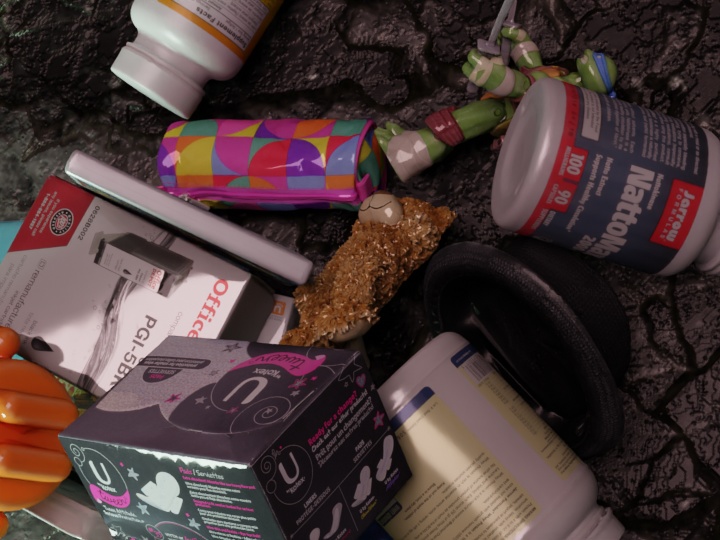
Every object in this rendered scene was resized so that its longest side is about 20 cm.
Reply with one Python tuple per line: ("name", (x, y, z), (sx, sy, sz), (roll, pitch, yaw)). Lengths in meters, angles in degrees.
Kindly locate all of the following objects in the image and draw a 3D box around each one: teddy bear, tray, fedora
("teddy bear", (0.000, 0.000, 1.242), (0.067, 0.145, 0.200), (43, 63, -6))
("tray", (-0.241, 0.187, 1.274), (0.199, 0.107, 0.022), (16, 84, 44))
("fedora", (0.144, 0.046, 1.212), (0.200, 0.201, 0.092), (37, 56, 22))

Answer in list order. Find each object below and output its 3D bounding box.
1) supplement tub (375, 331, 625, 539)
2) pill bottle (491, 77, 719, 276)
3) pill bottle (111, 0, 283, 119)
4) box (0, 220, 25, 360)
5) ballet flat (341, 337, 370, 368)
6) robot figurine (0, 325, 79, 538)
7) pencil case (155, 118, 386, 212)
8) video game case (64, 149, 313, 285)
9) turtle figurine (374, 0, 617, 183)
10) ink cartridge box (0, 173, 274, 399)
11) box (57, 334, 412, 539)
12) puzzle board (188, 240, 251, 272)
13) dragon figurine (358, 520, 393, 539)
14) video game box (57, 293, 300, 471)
("supplement tub", (0.086, 0.163, 1.177), (0.145, 0.145, 0.200), (-44, 83, 3))
("pill bottle", (0.211, -0.063, 1.190), (0.199, 0.120, 0.120), (16, 81, -9))
("pill bottle", (-0.133, -0.239, 1.379), (0.111, 0.111, 0.201), (31, 88, 22))
("box", (-0.297, 0.063, 1.372), (0.049, 0.082, 0.201), (-2, 77, 15))
("ballet flat", (-0.056, 0.125, 1.262), (0.069, 0.070, 0.200), (27, 61, 21))
("robot figurine", (-0.297, 0.126, 1.205), (0.199, 0.116, 0.145), (-2, 116, 49))
("pencil case", (-0.078, -0.086, 1.339), (0.199, 0.088, 0.089), (-2, 76, 18))
("video game case", (-0.136, -0.038, 1.249), (0.199, 0.182, 0.023), (26, 87, -5))
("turtle figurine", (0.097, -0.166, 1.275), (0.193, 0.200, 0.144), (-29, 36, 13))
("ink cartridge box", (-0.192, 0.032, 1.273), (0.199, 0.083, 0.147), (25, 82, 15))
("box", (-0.089, 0.128, 1.100), (0.199, 0.115, 0.132), (3, 36, 41))
("puzzle board", (-0.180, 0.067, 1.369), (0.150, 0.017, 0.201), (6, 78, 19))
("dragon figurine", (-0.018, 0.221, 1.233), (0.199, 0.059, 0.100), (4, 58, -7))
("video game box", (-0.164, 0.094, 1.321), (0.199, 0.047, 0.183), (11, 78, 12))
